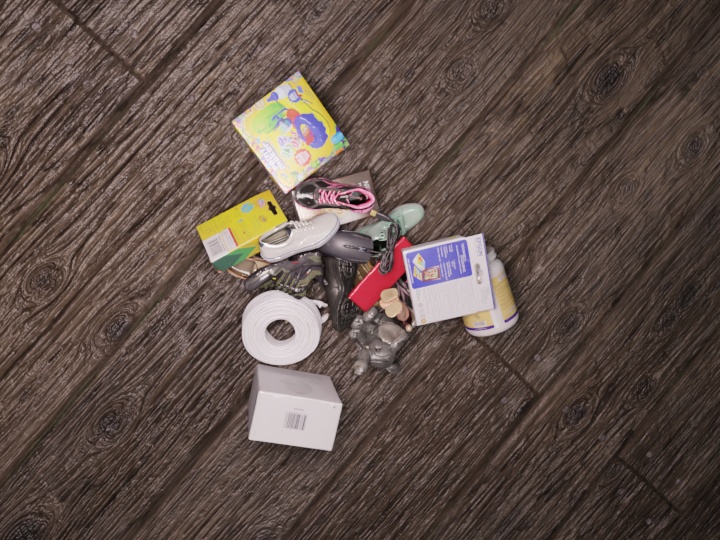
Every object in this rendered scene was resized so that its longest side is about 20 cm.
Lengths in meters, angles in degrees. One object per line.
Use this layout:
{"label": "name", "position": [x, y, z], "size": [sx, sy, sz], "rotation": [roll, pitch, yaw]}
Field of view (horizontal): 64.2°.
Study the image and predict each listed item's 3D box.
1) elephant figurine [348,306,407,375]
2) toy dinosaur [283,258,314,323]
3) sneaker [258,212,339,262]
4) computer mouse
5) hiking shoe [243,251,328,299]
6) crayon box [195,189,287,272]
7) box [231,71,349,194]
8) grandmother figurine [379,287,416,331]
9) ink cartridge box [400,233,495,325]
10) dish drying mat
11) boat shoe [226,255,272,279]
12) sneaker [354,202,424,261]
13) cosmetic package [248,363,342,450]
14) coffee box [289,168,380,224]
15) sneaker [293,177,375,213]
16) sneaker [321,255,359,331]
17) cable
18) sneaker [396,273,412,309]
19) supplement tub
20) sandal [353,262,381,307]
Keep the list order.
{"label": "elephant figurine", "position": [0.053, 0.194, 1.420], "size": [0.154, 0.200, 0.142], "rotation": [-32, 123, 0]}
{"label": "toy dinosaur", "position": [-0.161, 0.031, 1.442], "size": [0.087, 0.047, 0.202], "rotation": [-5, 99, 4]}
{"label": "sneaker", "position": [-0.139, -0.083, 1.313], "size": [0.199, 0.071, 0.073], "rotation": [-28, 61, -10]}
{"label": "computer mouse", "position": [-0.004, -0.080, 1.352], "size": [0.198, 0.046, 0.142], "rotation": [19, 97, 3]}
{"label": "hiking shoe", "position": [-0.169, 0.025, 1.334], "size": [0.199, 0.076, 0.102], "rotation": [-20, 96, -21]}
{"label": "crayon box", "position": [-0.275, -0.095, 1.360], "size": [0.199, 0.127, 0.051], "rotation": [-28, 144, -6]}
{"label": "box", "position": [-0.166, -0.318, 1.355], "size": [0.192, 0.122, 0.201], "rotation": [-38, 103, -4]}
{"label": "grandmother figurine", "position": [0.101, 0.102, 1.444], "size": [0.060, 0.200, 0.122], "rotation": [-14, 65, 14]}
{"label": "ink cartridge box", "position": [0.214, 0.020, 1.402], "size": [0.198, 0.047, 0.199], "rotation": [-13, 107, -1]}
{"label": "dish drying mat", "position": [0.058, 0.010, 1.412], "size": [0.200, 0.018, 0.077], "rotation": [-47, 121, 1]}
{"label": "boat shoe", "position": [-0.242, 0.005, 1.387], "size": [0.198, 0.072, 0.076], "rotation": [14, 107, 0]}
{"label": "sneaker", "position": [0.086, -0.094, 1.433], "size": [0.199, 0.118, 0.074], "rotation": [-27, 120, -4]}
{"label": "cosmetic package", "position": [-0.166, 0.329, 1.401], "size": [0.198, 0.200, 0.124], "rotation": [12, 98, -13]}
{"label": "coffee box", "position": [-0.064, -0.170, 1.416], "size": [0.198, 0.080, 0.115], "rotation": [-18, 101, -9]}
{"label": "sneaker", "position": [-0.056, -0.172, 1.329], "size": [0.198, 0.095, 0.080], "rotation": [2, 99, -11]}
{"label": "sneaker", "position": [-0.055, 0.050, 1.441], "size": [0.076, 0.090, 0.202], "rotation": [-1, 94, -44]}
{"label": "cable", "position": [-0.194, 0.144, 1.415], "size": [0.199, 0.069, 0.201], "rotation": [23, 112, -17]}
{"label": "sneaker", "position": [0.126, 0.035, 1.481], "size": [0.080, 0.086, 0.200], "rotation": [-40, 104, -2]}
{"label": "supplement tub", "position": [0.317, 0.053, 1.494], "size": [0.144, 0.145, 0.202], "rotation": [-22, 101, -8]}
{"label": "sandal", "position": [0.000, 0.000, 1.465], "size": [0.080, 0.054, 0.201], "rotation": [-31, 93, 38]}
